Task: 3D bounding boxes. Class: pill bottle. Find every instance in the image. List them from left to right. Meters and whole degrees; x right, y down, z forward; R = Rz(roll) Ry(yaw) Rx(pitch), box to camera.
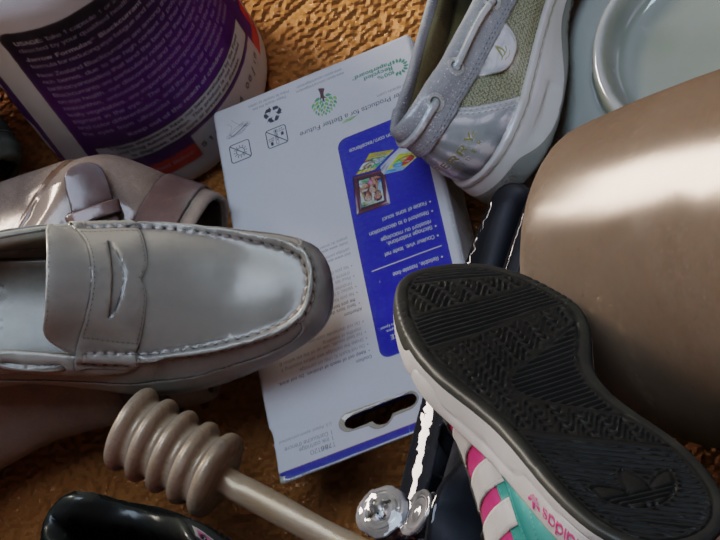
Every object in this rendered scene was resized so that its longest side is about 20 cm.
[{"bbox_3d":[-0.126,-0.130,1.282,0.111,0.200,0.112,-11,56,17],"label":"pill bottle"}]

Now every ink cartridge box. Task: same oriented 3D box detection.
[{"bbox_3d":[0.000,0.000,1.245,0.099,0.039,0.201,-20,52,12],"label":"ink cartridge box"}]

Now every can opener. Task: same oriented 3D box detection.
[{"bbox_3d":[0.047,0.053,1.139,0.063,0.078,0.201,-17,54,44],"label":"can opener"}]

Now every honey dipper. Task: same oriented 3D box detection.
[{"bbox_3d":[-0.011,0.107,1.155,0.199,0.038,0.038,28,73,18],"label":"honey dipper"}]

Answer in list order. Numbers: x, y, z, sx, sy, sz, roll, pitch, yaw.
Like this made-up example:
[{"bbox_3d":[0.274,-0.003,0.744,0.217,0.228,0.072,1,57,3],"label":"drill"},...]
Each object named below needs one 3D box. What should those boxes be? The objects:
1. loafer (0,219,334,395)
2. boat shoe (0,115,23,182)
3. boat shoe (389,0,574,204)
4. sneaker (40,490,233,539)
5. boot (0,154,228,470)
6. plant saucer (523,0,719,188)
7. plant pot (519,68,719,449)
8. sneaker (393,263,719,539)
[{"bbox_3d":[-0.111,0.014,1.189,0.198,0.070,0.070,-8,72,7],"label":"loafer"},{"bbox_3d":[-0.237,-0.004,1.333,0.202,0.072,0.060,-45,63,0],"label":"boat shoe"},{"bbox_3d":[0.052,-0.123,1.263,0.074,0.064,0.203,-36,36,47],"label":"boat shoe"},{"bbox_3d":[-0.051,0.143,1.145,0.199,0.086,0.081,16,68,31],"label":"sneaker"},{"bbox_3d":[-0.131,0.046,1.250,0.145,0.070,0.202,1,77,17],"label":"boot"},{"bbox_3d":[0.153,-0.085,1.223,0.199,0.050,0.201,-11,56,17],"label":"plant saucer"},{"bbox_3d":[0.160,-0.006,1.092,0.174,0.200,0.201,-3,57,39],"label":"plant pot"},{"bbox_3d":[0.064,0.090,1.046,0.083,0.122,0.200,-7,32,-20],"label":"sneaker"}]
